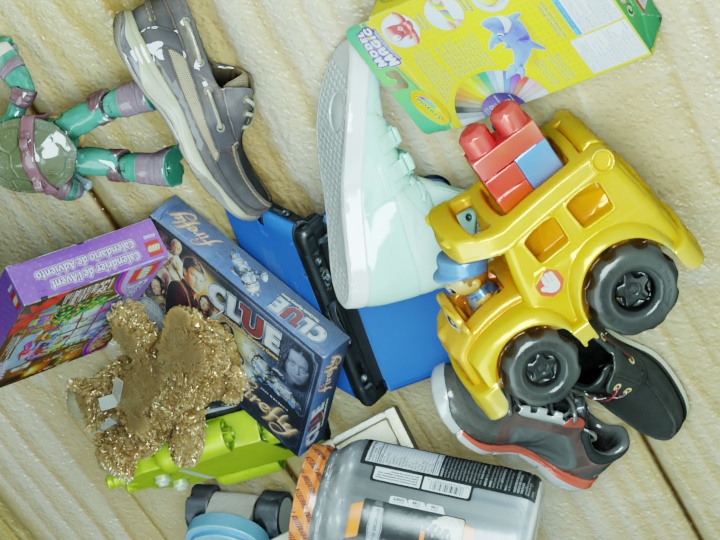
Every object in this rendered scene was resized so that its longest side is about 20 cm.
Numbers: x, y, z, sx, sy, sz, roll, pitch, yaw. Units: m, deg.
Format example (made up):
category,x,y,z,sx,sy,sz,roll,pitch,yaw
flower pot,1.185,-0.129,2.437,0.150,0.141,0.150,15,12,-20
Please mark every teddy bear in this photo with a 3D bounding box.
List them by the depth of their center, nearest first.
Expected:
category,x,y,z,sx,sy,sz,roll,pitch,yaw
teddy bear,-0.169,0.098,1.623,0.145,0.067,0.201,48,122,22

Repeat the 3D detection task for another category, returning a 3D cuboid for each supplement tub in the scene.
category,x,y,z,sx,sy,sz,roll,pitch,yaw
supplement tub,0.046,0.210,1.615,0.198,0.123,0.123,11,137,9

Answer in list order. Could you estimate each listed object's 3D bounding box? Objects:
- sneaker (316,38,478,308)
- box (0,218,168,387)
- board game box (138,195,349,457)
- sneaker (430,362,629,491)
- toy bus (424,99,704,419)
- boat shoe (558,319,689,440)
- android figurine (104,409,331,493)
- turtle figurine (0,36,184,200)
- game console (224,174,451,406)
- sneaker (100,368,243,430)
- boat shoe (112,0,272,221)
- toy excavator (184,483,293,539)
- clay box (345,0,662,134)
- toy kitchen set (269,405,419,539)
category,x,y,z,sx,sy,sz,roll,pitch,yaw
sneaker,0.033,-0.078,1.472,0.117,0.074,0.203,-7,102,-19
box,-0.254,0.034,1.643,0.039,0.136,0.200,61,148,13
board game box,-0.103,0.047,1.627,0.200,0.035,0.136,38,141,20
sneaker,0.145,0.115,1.618,0.199,0.078,0.082,26,134,-34
toy bus,0.115,-0.023,1.402,0.200,0.136,0.192,-39,115,5
boat shoe,0.190,0.078,1.578,0.073,0.063,0.201,-28,120,38
android figurine,-0.130,0.163,1.741,0.198,0.041,0.182,-17,165,10
turtle figurine,-0.246,-0.104,1.553,0.198,0.101,0.151,-3,132,17
game console,0.000,0.000,1.609,0.170,0.118,0.201,28,148,43
sneaker,-0.164,0.120,1.765,0.199,0.074,0.079,-11,134,39
boat shoe,-0.112,-0.123,1.480,0.073,0.075,0.201,-30,123,5
toy excavator,-0.126,0.333,1.862,0.099,0.201,0.196,4,135,20
clay box,0.097,-0.173,1.371,0.199,0.048,0.115,-17,127,36
toy kitchen set,0.011,0.249,1.770,0.162,0.180,0.201,-27,85,4
